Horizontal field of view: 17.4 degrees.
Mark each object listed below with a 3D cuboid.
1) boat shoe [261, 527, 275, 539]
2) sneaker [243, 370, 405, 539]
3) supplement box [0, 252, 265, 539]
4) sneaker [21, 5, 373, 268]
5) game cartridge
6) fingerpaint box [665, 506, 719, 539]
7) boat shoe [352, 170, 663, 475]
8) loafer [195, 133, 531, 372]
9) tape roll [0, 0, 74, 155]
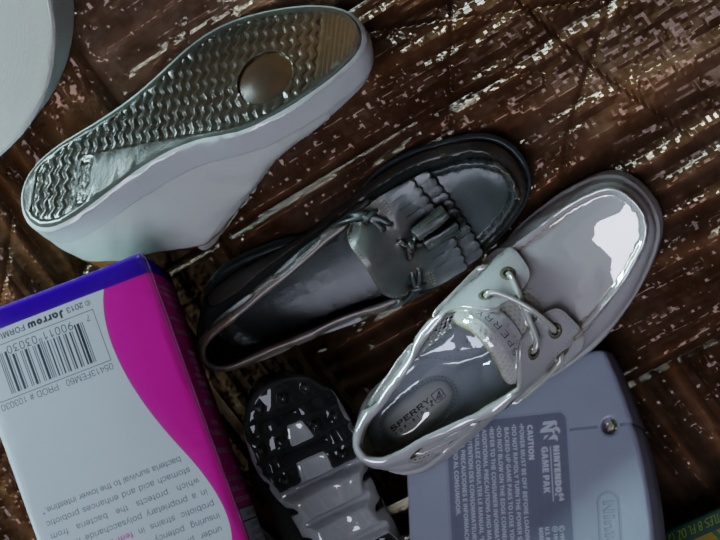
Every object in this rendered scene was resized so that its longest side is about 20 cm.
[{"bbox_3d":[-0.085,0.141,1.295,0.065,0.074,0.202,-38,102,15],"label":"boat shoe"},{"bbox_3d":[-0.014,0.138,1.266,0.066,0.091,0.201,-22,105,-6],"label":"sneaker"},{"bbox_3d":[-0.116,0.106,1.199,0.100,0.103,0.201,-20,84,1],"label":"supplement box"},{"bbox_3d":[-0.071,-0.064,1.196,0.199,0.073,0.085,-27,143,16],"label":"sneaker"},{"bbox_3d":[0.091,0.145,1.211,0.132,0.040,0.202,-7,76,23],"label":"game cartridge"},{"bbox_3d":[0.171,0.227,1.220,0.199,0.168,0.073,-27,144,25],"label":"fingerpaint box"},{"bbox_3d":[0.073,0.032,1.177,0.071,0.069,0.200,44,101,7],"label":"boat shoe"},{"bbox_3d":[0.000,0.000,1.203,0.199,0.063,0.072,-29,108,24],"label":"loafer"},{"bbox_3d":[-0.245,-0.140,1.200,0.201,0.037,0.204,6,119,10],"label":"tape roll"}]
